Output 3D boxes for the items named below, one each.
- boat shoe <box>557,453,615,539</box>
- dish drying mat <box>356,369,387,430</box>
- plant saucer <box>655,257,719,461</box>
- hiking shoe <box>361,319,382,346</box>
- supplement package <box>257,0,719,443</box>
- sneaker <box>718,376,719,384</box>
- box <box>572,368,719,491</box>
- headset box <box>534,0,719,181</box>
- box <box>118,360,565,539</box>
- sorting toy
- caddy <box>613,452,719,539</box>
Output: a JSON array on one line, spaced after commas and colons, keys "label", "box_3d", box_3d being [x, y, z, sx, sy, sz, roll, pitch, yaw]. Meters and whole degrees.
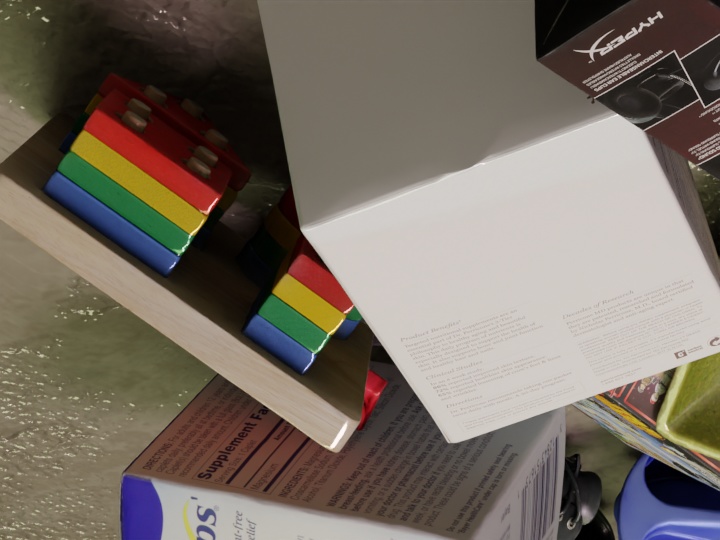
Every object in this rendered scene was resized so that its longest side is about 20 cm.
[{"label": "boat shoe", "box_3d": [0.117, 0.141, 1.613, 0.066, 0.075, 0.199, -5, 148, 14]}, {"label": "dish drying mat", "box_3d": [-0.078, 0.022, 1.414, 0.200, 0.018, 0.077, 31, 163, 3]}, {"label": "plant saucer", "box_3d": [0.275, 0.027, 1.329, 0.199, 0.048, 0.200, 21, 118, 6]}, {"label": "hiking shoe", "box_3d": [0.000, 0.000, 1.398, 0.200, 0.076, 0.101, -21, 143, 38]}, {"label": "supplement package", "box_3d": [0.064, -0.050, 1.205, 0.151, 0.151, 0.200, -20, 144, 11]}, {"label": "sneaker", "box_3d": [0.242, 0.037, 1.432, 0.200, 0.081, 0.075, 23, 114, -21]}, {"label": "box", "box_3d": [0.144, 0.062, 1.445, 0.200, 0.040, 0.137, 35, 175, -39]}, {"label": "headset box", "box_3d": [0.165, -0.115, 1.105, 0.200, 0.149, 0.077, 29, 136, -35]}, {"label": "box", "box_3d": [-0.007, 0.135, 1.462, 0.200, 0.184, 0.105, 10, 115, 17]}, {"label": "sorting toy", "box_3d": [-0.068, -0.020, 1.272, 0.200, 0.199, 0.070, 35, 100, -5]}, {"label": "caddy", "box_3d": [0.241, 0.170, 1.578, 0.200, 0.142, 0.105, 12, 153, -12]}]
